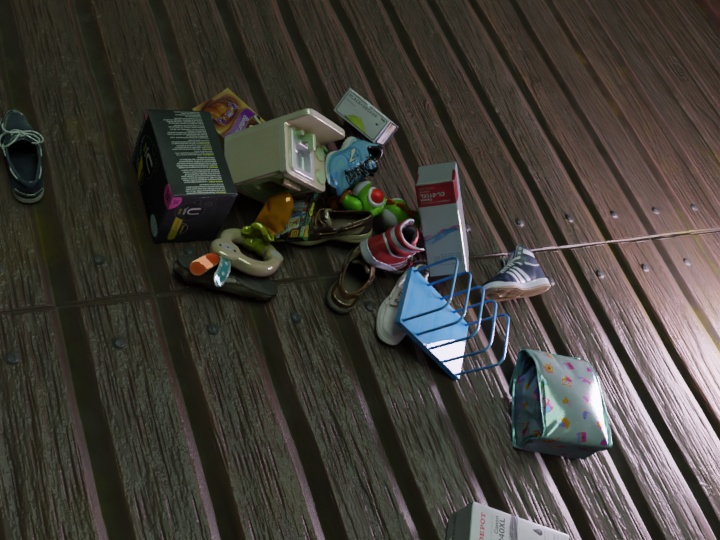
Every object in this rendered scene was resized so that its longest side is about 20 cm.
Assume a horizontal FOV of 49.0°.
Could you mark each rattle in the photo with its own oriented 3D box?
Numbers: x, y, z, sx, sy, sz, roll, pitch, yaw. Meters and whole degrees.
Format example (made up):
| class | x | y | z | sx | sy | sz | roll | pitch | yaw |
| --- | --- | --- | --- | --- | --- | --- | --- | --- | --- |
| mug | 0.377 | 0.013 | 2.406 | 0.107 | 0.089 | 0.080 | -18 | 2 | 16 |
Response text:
| class | x | y | z | sx | sy | sz | roll | pitch | yaw |
| --- | --- | --- | --- | --- | --- | --- | --- | --- | --- |
| rattle | -0.206 | -0.058 | 1.433 | 0.200 | 0.143 | 0.130 | -6 | 60 | -57 |

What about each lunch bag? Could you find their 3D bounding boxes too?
| class | x | y | z | sx | sy | sz | roll | pitch | yaw |
| --- | --- | --- | --- | --- | --- | --- | --- | --- | --- |
| lunch bag | 0.391 | 0.259 | 1.567 | 0.170 | 0.122 | 0.201 | 12 | 59 | -19 |

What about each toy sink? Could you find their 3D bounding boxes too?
| class | x | y | z | sx | sy | sz | roll | pitch | yaw |
| --- | --- | --- | --- | --- | --- | --- | --- | --- | --- |
| toy sink | -0.139 | -0.206 | 1.485 | 0.130 | 0.199 | 0.113 | 21 | 62 | -57 |

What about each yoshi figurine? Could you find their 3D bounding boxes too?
| class | x | y | z | sx | sy | sz | roll | pitch | yaw |
| --- | --- | --- | --- | --- | --- | --- | --- | --- | --- |
| yoshi figurine | 0.034 | -0.123 | 1.683 | 0.199 | 0.113 | 0.112 | 25 | 8 | 8 |

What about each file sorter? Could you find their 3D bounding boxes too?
| class | x | y | z | sx | sy | sz | roll | pitch | yaw |
| --- | --- | --- | --- | --- | --- | --- | --- | --- | --- |
| file sorter | 0.184 | 0.089 | 1.526 | 0.200 | 0.122 | 0.139 | 44 | 43 | -30 |

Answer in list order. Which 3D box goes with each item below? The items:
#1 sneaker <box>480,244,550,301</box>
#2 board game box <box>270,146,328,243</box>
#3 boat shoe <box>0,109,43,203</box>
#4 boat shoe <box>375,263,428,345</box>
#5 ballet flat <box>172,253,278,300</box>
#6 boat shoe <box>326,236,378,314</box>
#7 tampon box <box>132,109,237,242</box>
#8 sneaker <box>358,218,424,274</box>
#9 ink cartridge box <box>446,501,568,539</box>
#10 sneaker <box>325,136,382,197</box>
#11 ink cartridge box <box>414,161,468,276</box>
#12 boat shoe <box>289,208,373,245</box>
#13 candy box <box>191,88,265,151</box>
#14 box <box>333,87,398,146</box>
| class | x | y | z | sx | sy | sz | roll | pitch | yaw |
| --- | --- | --- | --- | --- | --- | --- | --- | --- | --- |
| sneaker | 0.326 | 0.004 | 1.742 | 0.199 | 0.070 | 0.109 | -3 | 64 | -37 |
| board game box | -0.130 | -0.150 | 1.560 | 0.023 | 0.104 | 0.201 | 35 | 59 | -49 |
| boat shoe | -0.607 | -0.216 | 1.413 | 0.075 | 0.062 | 0.201 | -2 | 59 | -26 |
| boat shoe | 0.087 | 0.059 | 1.579 | 0.071 | 0.069 | 0.200 | 30 | 49 | -6 |
| ballet flat | -0.249 | 0.020 | 1.454 | 0.199 | 0.046 | 0.067 | 16 | 30 | -25 |
| boat shoe | 0.000 | 0.000 | 1.573 | 0.076 | 0.072 | 0.200 | 30 | 49 | -6 |
| tampon box | -0.332 | -0.176 | 1.470 | 0.126 | 0.150 | 0.201 | -5 | 60 | -31 |
| sneaker | 0.090 | -0.047 | 1.583 | 0.200 | 0.112 | 0.071 | 6 | 61 | -62 |
| ink cartridge box | 0.249 | 0.501 | 1.346 | 0.199 | 0.083 | 0.146 | 22 | 50 | -13 |
| sneaker | -0.013 | -0.217 | 1.618 | 0.090 | 0.079 | 0.200 | 7 | 40 | 22 |
| ink cartridge box | 0.170 | -0.106 | 1.627 | 0.082 | 0.201 | 0.146 | -7 | 21 | 10 |
| boat shoe | -0.072 | -0.098 | 1.582 | 0.199 | 0.072 | 0.072 | 2 | 49 | -6 |
| candy box | -0.249 | -0.280 | 1.651 | 0.200 | 0.056 | 0.117 | 42 | 49 | 3 |
| box | 0.015 | -0.337 | 1.753 | 0.117 | 0.060 | 0.200 | 39 | 10 | 1 |
